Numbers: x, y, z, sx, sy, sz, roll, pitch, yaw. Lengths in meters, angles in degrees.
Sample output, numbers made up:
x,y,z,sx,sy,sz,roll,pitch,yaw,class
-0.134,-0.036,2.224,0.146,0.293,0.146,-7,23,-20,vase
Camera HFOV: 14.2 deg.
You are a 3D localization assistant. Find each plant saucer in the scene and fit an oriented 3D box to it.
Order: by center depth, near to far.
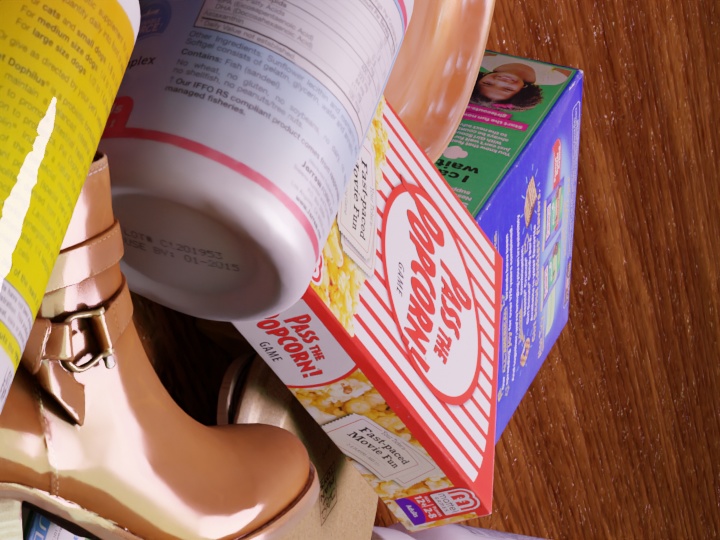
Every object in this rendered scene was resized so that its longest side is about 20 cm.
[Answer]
x,y,z,sx,sy,sz,roll,pitch,yaw,class
0.028,-0.150,1.477,0.200,0.037,0.201,11,90,-74,plant saucer

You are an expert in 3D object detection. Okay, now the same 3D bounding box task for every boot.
x,y,z,sx,sy,sz,roll,pitch,yaw,class
-0.093,0.033,1.050,0.199,0.074,0.155,-11,104,-43,boot

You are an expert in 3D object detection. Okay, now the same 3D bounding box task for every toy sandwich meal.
x,y,z,sx,sy,sz,roll,pitch,yaw,class
-0.046,0.101,1.353,0.205,0.070,0.206,7,90,-72,toy sandwich meal

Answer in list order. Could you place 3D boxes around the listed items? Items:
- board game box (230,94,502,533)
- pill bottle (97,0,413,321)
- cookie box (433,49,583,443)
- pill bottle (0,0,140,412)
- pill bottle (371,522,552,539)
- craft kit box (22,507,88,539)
x,y,z,sx,sy,sz,roll,pitch,yaw,class
0.000,0.000,1.299,0.200,0.046,0.152,51,32,-43,board game box
-0.042,-0.088,1.174,0.109,0.108,0.201,74,31,-55,pill bottle
0.057,-0.002,1.591,0.200,0.075,0.172,-54,150,-54,cookie box
-0.136,-0.049,0.903,0.109,0.109,0.201,64,40,-62,pill bottle
0.055,0.194,1.552,0.200,0.113,0.114,14,87,-48,pill bottle
-0.133,0.177,1.162,0.198,0.048,0.201,51,52,-64,craft kit box
